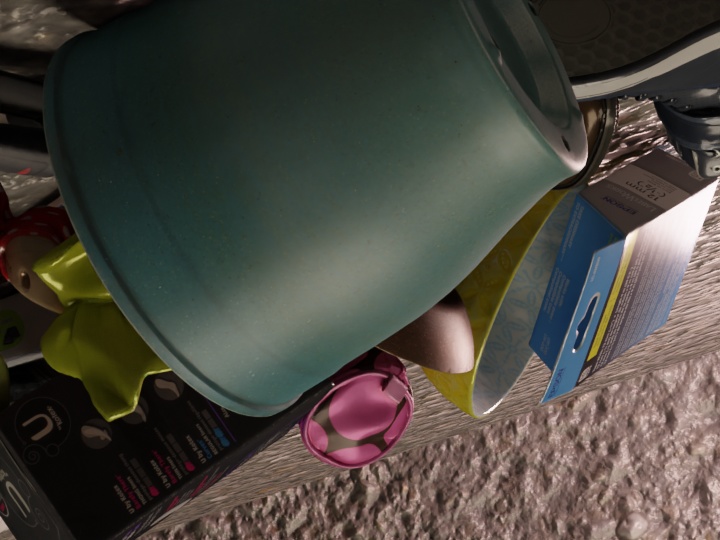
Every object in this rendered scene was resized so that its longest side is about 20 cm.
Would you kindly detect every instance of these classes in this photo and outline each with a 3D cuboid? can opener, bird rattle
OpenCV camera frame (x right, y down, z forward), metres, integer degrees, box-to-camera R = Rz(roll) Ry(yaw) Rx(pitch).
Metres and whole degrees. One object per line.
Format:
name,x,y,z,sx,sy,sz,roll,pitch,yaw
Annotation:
can opener,-0.163,-0.070,0.812,0.078,0.064,0.199,-23,167,33
bird rattle,-0.145,0.001,0.916,0.162,0.114,0.199,-9,-163,-42

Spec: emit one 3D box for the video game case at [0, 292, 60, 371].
video game case,-0.180,0.026,1.214,0.180,0.046,0.200,-18,177,18

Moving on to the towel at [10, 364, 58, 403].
towel,-0.283,0.092,1.257,0.191,0.035,0.200,-2,-176,-17

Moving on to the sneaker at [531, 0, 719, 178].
sneaker,0.162,-0.103,0.966,0.201,0.077,0.147,-15,147,-7

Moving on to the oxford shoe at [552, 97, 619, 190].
oxford shoe,0.097,-0.080,1.089,0.084,0.073,0.200,-7,165,-27

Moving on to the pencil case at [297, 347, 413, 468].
pencil case,-0.012,0.053,1.231,0.093,0.200,0.091,-31,123,9

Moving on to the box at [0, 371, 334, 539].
box,-0.136,0.100,1.087,0.200,0.106,0.122,-34,173,-28

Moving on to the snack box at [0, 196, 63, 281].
snack box,-0.154,-0.040,1.051,0.072,0.024,0.200,-9,167,-44

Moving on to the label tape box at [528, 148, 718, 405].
label tape box,0.189,0.002,1.312,0.200,0.066,0.144,-25,139,-47

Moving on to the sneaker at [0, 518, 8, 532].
sneaker,-0.289,0.166,1.387,0.076,0.081,0.200,11,-165,30

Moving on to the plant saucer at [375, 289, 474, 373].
plant saucer,0.000,0.000,1.150,0.037,0.200,0.200,-58,155,13

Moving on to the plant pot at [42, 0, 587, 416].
plant pot,-0.008,-0.064,0.765,0.187,0.201,0.200,-28,164,21

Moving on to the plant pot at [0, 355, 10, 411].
plant pot,-0.320,0.067,1.009,0.189,0.201,0.200,-25,173,-28

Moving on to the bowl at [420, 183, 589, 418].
bowl,0.088,0.002,1.309,0.107,0.201,0.200,25,-179,18
